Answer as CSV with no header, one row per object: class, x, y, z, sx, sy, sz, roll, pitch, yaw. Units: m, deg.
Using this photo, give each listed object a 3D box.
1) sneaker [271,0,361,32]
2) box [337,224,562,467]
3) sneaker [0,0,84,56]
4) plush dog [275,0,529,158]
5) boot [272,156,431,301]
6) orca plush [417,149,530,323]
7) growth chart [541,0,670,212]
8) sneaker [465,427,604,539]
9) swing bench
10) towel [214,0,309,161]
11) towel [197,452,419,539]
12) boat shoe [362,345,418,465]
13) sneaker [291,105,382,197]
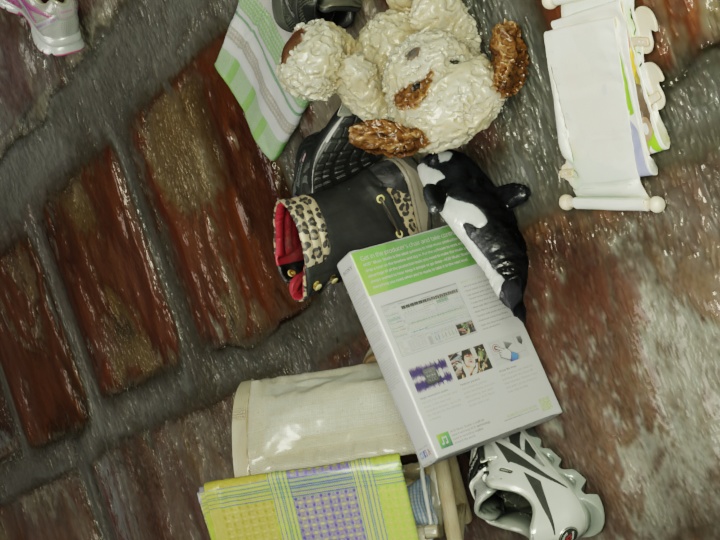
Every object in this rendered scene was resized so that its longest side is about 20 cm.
sneaker,-0.042,-0.313,1.549,0.114,0.076,0.200,29,132,48
box,0.080,0.061,1.456,0.036,0.144,0.200,-39,70,57
sneaker,-0.430,-0.378,2.173,0.200,0.081,0.088,45,140,27
plush dog,0.053,-0.163,1.399,0.161,0.200,0.172,54,179,-42
boot,0.000,0.000,1.553,0.073,0.150,0.200,20,122,55
orca plush,0.114,-0.051,1.414,0.071,0.105,0.200,-44,31,16
growth chart,0.195,-0.137,1.291,0.145,0.018,0.200,15,117,56
sneaker,0.129,0.187,1.496,0.200,0.088,0.074,38,136,49
swing bench,-0.007,0.198,1.568,0.130,0.199,0.200,-75,-26,-69
towel,-0.099,-0.227,1.731,0.149,0.031,0.200,62,149,20
towel,-0.046,0.248,1.511,0.023,0.200,0.144,-70,-32,-75
boat shoe,0.046,0.161,1.654,0.065,0.071,0.200,-86,-13,-68
sneaker,-0.035,-0.117,1.638,0.088,0.076,0.200,62,149,30
